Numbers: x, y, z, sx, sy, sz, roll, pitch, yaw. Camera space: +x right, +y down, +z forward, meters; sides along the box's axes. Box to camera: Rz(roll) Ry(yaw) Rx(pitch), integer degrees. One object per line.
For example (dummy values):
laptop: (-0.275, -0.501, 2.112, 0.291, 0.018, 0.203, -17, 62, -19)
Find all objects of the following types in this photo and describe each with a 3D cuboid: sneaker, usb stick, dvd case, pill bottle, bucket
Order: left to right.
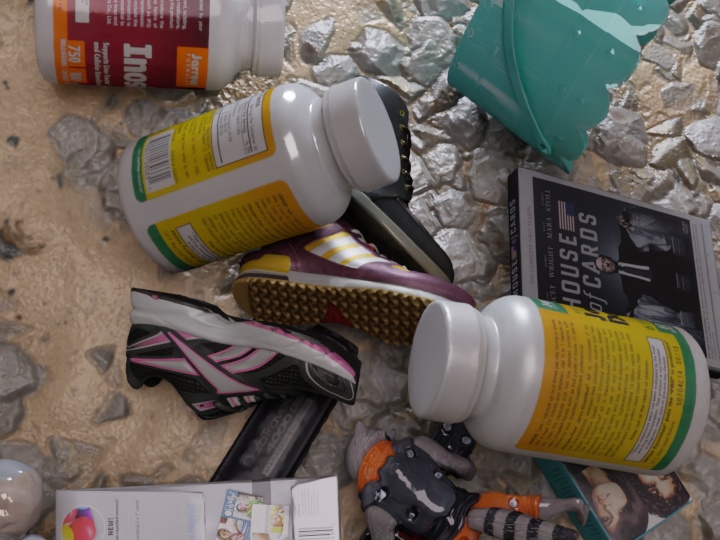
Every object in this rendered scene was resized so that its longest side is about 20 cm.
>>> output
pill bottle: (-0.165, -0.209, 0.944, 0.199, 0.113, 0.114, 1, 72, -9)
sneaker: (-0.094, 0.078, 0.879, 0.199, 0.080, 0.087, 15, 91, 19)
pill bottle: (-0.076, -0.078, 0.875, 0.199, 0.113, 0.114, -18, 73, 18)
usb stick: (-0.068, 0.135, 0.893, 0.055, 0.033, 0.201, 28, 70, 9)
sneaker: (0.000, 0.000, 0.908, 0.199, 0.075, 0.090, 9, 52, 8)
sneaker: (0.029, -0.078, 0.955, 0.106, 0.075, 0.200, -41, 82, -19)
pill bottle: (0.141, 0.081, 0.830, 0.199, 0.113, 0.114, 11, 70, -14)
bucket: (0.175, -0.202, 0.960, 0.134, 0.207, 0.208, 31, 70, 6)
dvd case: (0.216, 0.003, 0.954, 0.199, 0.025, 0.151, 13, 60, -20)

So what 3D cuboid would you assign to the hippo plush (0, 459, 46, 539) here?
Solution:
hippo plush: (-0.310, 0.182, 0.740, 0.159, 0.161, 0.201, -27, 79, 21)

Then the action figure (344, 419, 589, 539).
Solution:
action figure: (0.078, 0.161, 0.865, 0.192, 0.105, 0.201, 22, 64, 15)

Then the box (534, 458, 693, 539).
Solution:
box: (0.178, 0.126, 0.928, 0.082, 0.049, 0.201, -29, 79, -17)

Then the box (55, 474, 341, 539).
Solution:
box: (-0.110, 0.227, 0.791, 0.198, 0.041, 0.157, -3, 78, -3)
